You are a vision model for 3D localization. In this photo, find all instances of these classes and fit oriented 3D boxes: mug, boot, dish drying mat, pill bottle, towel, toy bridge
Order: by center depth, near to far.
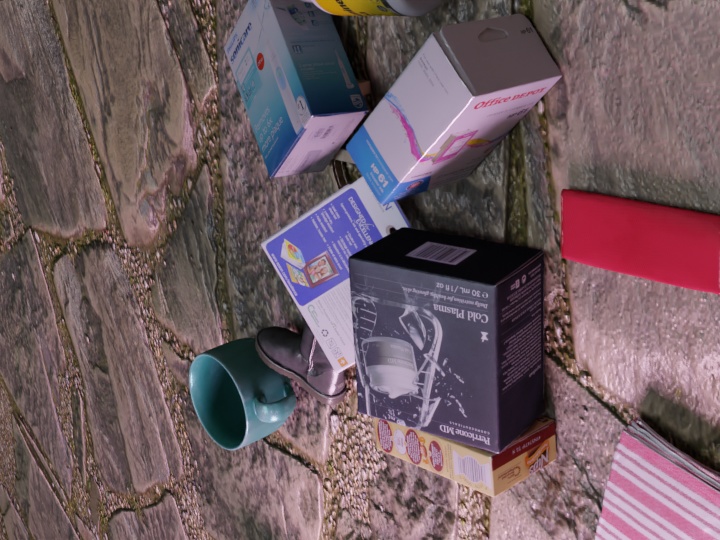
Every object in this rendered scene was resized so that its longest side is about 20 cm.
[{"bbox_3d":[0.282,-0.031,1.095,0.198,0.018,0.078,17,117,48],"label":"dish drying mat"},{"bbox_3d":[0.325,0.272,1.166,0.146,0.030,0.203,34,132,38],"label":"towel"},{"bbox_3d":[0.002,-0.345,1.230,0.198,0.111,0.115,16,117,47],"label":"pill bottle"},{"bbox_3d":[-0.013,-0.150,1.399,0.067,0.027,0.204,18,117,46],"label":"toy bridge"},{"bbox_3d":[-0.066,0.069,1.523,0.180,0.072,0.202,30,135,23],"label":"boot"},{"bbox_3d":[-0.164,0.191,1.659,0.185,0.113,0.154,44,134,29],"label":"mug"}]

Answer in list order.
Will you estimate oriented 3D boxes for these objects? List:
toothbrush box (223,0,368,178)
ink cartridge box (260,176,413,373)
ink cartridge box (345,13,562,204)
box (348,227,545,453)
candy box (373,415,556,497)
[{"bbox_3d":[-0.085,-0.243,1.375,0.146,0.084,0.203,-44,60,53],"label":"toothbrush box"},{"bbox_3d":[0.000,0.000,1.388,0.198,0.047,0.200,-30,90,24],"label":"ink cartridge box"},{"bbox_3d":[0.096,-0.170,1.161,0.085,0.143,0.200,58,141,15],"label":"ink cartridge box"},{"bbox_3d":[0.100,0.073,1.251,0.197,0.123,0.200,11,116,35],"label":"box"},{"bbox_3d":[0.122,0.197,1.308,0.198,0.114,0.056,14,116,47],"label":"candy box"}]
